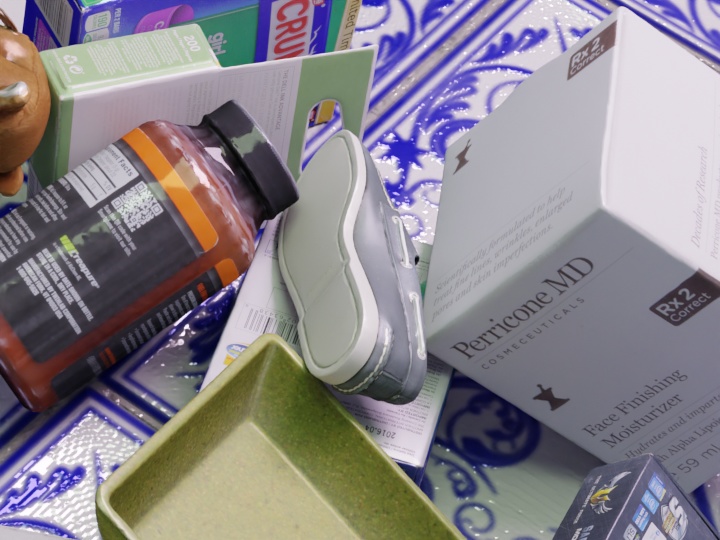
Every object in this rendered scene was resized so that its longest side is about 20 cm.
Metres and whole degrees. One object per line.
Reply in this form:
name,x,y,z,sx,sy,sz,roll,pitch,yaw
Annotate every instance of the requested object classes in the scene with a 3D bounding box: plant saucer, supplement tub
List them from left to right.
supplement tub,-0.134,-0.014,1.582,0.200,0.107,0.107,-34,60,-8
plant saucer,-0.037,0.156,1.452,0.200,0.048,0.200,48,35,-1

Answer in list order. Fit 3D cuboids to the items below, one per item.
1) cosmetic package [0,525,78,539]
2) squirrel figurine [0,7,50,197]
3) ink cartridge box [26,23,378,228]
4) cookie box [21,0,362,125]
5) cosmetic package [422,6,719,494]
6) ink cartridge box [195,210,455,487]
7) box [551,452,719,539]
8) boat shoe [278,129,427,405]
cosmetic package,-0.176,0.241,1.389,0.085,0.108,0.200,12,46,-1
squirrel figurine,-0.274,-0.087,1.544,0.186,0.142,0.200,20,49,-1
ink cartridge box,-0.097,-0.080,1.663,0.199,0.146,0.048,-13,49,-22
cookie box,-0.104,-0.147,1.706,0.199,0.171,0.075,-18,57,-25
cosmetic package,0.164,-0.007,1.591,0.200,0.165,0.165,31,43,-23
ink cartridge box,-0.019,0.066,1.596,0.136,0.076,0.200,17,46,3
box,0.146,0.220,1.455,0.158,0.051,0.200,52,47,-19
boat shoe,0.000,0.000,1.574,0.062,0.073,0.200,30,31,-27
